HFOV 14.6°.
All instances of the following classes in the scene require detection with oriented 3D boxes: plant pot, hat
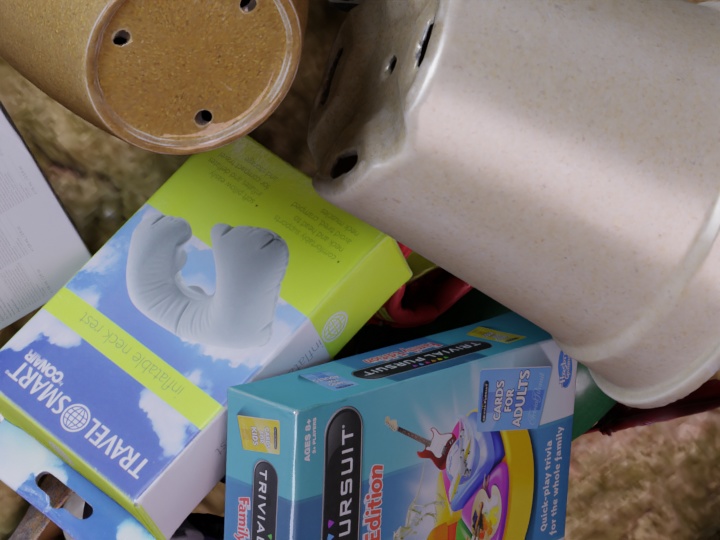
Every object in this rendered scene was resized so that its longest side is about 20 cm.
[{"bbox_3d":[0.084,-0.061,1.280,0.183,0.201,0.201,22,113,-21],"label":"plant pot"},{"bbox_3d":[0.107,0.074,1.441,0.165,0.176,0.200,23,112,-31],"label":"hat"},{"bbox_3d":[-0.097,-0.138,1.213,0.186,0.200,0.187,-9,126,-13],"label":"plant pot"}]

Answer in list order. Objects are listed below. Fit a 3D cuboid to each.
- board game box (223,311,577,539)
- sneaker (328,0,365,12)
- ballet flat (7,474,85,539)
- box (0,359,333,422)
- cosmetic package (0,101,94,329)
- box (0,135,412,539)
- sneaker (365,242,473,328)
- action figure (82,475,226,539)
[{"bbox_3d":[0.021,0.114,1.339,0.200,0.047,0.152,-14,112,-45],"label":"board game box"},{"bbox_3d":[0.064,-0.178,1.325,0.199,0.080,0.077,-23,145,19],"label":"sneaker"},{"bbox_3d":[-0.149,0.151,1.468,0.068,0.067,0.200,27,110,-32],"label":"ballet flat"},{"bbox_3d":[-0.109,0.075,1.425,0.199,0.042,0.039,-5,165,-7],"label":"box"},{"bbox_3d":[-0.205,-0.060,1.316,0.082,0.051,0.200,-31,128,-5],"label":"cosmetic package"},{"bbox_3d":[-0.086,0.035,1.327,0.200,0.122,0.048,-47,146,-14],"label":"box"},{"bbox_3d":[0.000,0.000,1.407,0.199,0.085,0.077,-26,127,7],"label":"sneaker"},{"bbox_3d":[-0.035,0.123,1.394,0.199,0.069,0.131,12,98,-22],"label":"action figure"}]
